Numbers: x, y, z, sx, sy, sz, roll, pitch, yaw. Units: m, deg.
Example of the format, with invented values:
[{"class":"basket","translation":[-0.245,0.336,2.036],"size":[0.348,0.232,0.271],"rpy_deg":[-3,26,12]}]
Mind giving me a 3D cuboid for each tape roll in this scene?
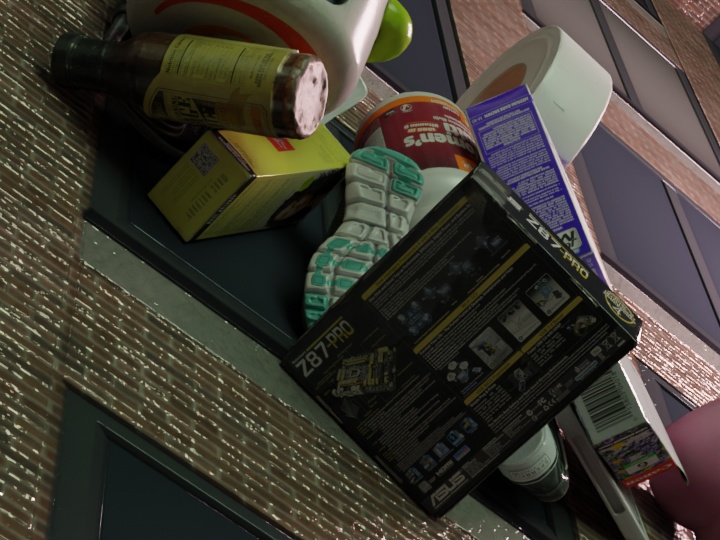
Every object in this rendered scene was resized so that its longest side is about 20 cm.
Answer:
[{"class":"tape roll","translation":[0.144,-0.134,1.782],"size":[0.071,0.202,0.203],"rpy_deg":[41,21,-15]}]

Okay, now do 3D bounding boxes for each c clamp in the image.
[{"class":"c clamp","translation":[-0.178,-0.162,1.470],"size":[0.171,0.027,0.200],"rpy_deg":[44,19,-20]}]

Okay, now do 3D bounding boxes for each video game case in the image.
[{"class":"video game case","translation":[0.179,0.121,1.541],"size":[0.200,0.018,0.143],"rpy_deg":[58,11,-34]}]

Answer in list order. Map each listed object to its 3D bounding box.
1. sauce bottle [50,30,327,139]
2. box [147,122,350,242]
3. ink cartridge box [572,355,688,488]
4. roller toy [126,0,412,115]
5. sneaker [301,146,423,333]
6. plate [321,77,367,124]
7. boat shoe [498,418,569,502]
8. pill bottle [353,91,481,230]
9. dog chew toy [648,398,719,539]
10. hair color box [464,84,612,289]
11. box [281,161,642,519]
[{"class":"sauce bottle","translation":[-0.124,-0.135,1.333],"size":[0.199,0.066,0.066],"rpy_deg":[10,8,23]},{"class":"box","translation":[-0.076,-0.069,1.419],"size":[0.050,0.075,0.200],"rpy_deg":[50,22,11]},{"class":"ink cartridge box","translation":[0.208,0.112,1.519],"size":[0.109,0.050,0.200],"rpy_deg":[68,9,27]},{"class":"roller toy","translation":[-0.076,-0.201,1.395],"size":[0.183,0.199,0.140],"rpy_deg":[64,39,-52]},{"class":"sneaker","translation":[0.000,0.000,1.440],"size":[0.077,0.091,0.200],"rpy_deg":[20,47,2]},{"class":"plate","translation":[-0.095,-0.197,1.581],"size":[0.200,0.032,0.200],"rpy_deg":[57,34,-6]},{"class":"boat shoe","translation":[0.110,0.107,1.483],"size":[0.071,0.072,0.200],"rpy_deg":[58,10,-39]},{"class":"pill bottle","translation":[0.059,-0.059,1.608],"size":[0.109,0.110,0.200],"rpy_deg":[34,23,-29]},{"class":"dog chew toy","translation":[0.337,0.214,1.641],"size":[0.200,0.124,0.124],"rpy_deg":[60,23,13]},{"class":"hair color box","translation":[0.152,-0.045,1.567],"size":[0.109,0.065,0.200],"rpy_deg":[59,13,-49]},{"class":"box","translation":[0.068,0.051,1.298],"size":[0.161,0.200,0.049],"rpy_deg":[44,22,-4]}]
